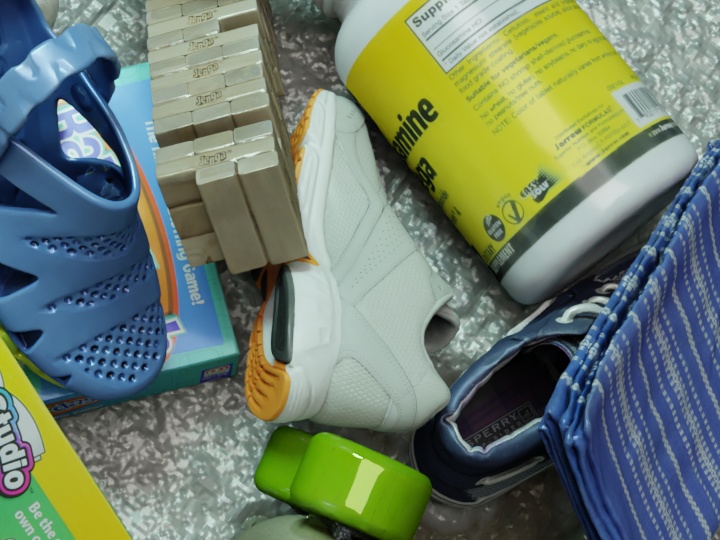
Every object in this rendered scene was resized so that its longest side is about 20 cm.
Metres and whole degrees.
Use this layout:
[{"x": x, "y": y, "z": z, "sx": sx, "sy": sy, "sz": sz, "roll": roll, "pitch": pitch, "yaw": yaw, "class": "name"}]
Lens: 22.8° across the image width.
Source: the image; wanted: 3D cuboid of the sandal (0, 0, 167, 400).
[{"x": -0.124, "y": -0.030, "z": 0.742, "sx": 0.079, "sy": 0.087, "sz": 0.201, "roll": -41, "pitch": 125, "yaw": -35, "class": "sandal"}]

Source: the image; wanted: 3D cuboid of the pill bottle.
[{"x": 0.060, "y": -0.092, "z": 0.860, "sx": 0.112, "sy": 0.113, "sz": 0.200, "roll": -35, "pitch": 80, "yaw": -16, "class": "pill bottle"}]

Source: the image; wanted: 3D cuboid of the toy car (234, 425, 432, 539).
[{"x": 0.029, "y": 0.181, "z": 0.762, "sx": 0.199, "sy": 0.158, "sz": 0.165, "roll": 25, "pitch": 82, "yaw": -12, "class": "toy car"}]

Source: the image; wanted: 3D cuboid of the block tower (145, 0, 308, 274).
[{"x": -0.065, "y": -0.087, "z": 0.818, "sx": 0.054, "sy": 0.058, "sz": 0.201, "roll": -14, "pitch": 42, "yaw": 3, "class": "block tower"}]

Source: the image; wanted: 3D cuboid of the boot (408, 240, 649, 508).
[{"x": 0.113, "y": 0.039, "z": 0.837, "sx": 0.200, "sy": 0.090, "sz": 0.073, "roll": -37, "pitch": 81, "yaw": -16, "class": "boot"}]

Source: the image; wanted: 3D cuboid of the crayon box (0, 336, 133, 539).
[{"x": -0.197, "y": 0.114, "z": 0.739, "sx": 0.172, "sy": 0.058, "sz": 0.201, "roll": -36, "pitch": 118, "yaw": -17, "class": "crayon box"}]

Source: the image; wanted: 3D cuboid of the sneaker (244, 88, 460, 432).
[{"x": 0.000, "y": 0.000, "z": 0.828, "sx": 0.091, "sy": 0.076, "sz": 0.201, "roll": 16, "pitch": 44, "yaw": -15, "class": "sneaker"}]

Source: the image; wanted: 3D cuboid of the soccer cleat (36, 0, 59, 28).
[{"x": -0.222, "y": -0.096, "z": 0.804, "sx": 0.199, "sy": 0.070, "sz": 0.078, "roll": -9, "pitch": 35, "yaw": 28, "class": "soccer cleat"}]

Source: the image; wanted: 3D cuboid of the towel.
[{"x": 0.148, "y": 0.054, "z": 0.798, "sx": 0.024, "sy": 0.145, "sz": 0.200, "roll": 2, "pitch": 40, "yaw": 37, "class": "towel"}]

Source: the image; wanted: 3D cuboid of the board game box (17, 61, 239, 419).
[{"x": -0.171, "y": -0.003, "z": 0.837, "sx": 0.199, "sy": 0.045, "sz": 0.153, "roll": -14, "pitch": 75, "yaw": -12, "class": "board game box"}]
